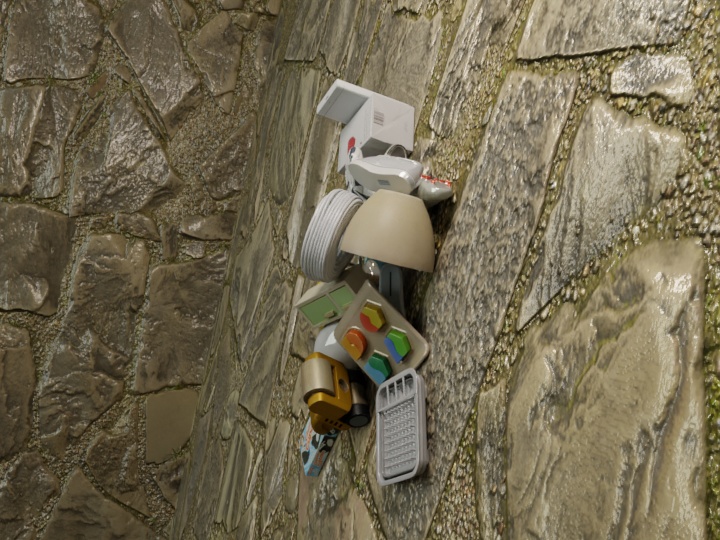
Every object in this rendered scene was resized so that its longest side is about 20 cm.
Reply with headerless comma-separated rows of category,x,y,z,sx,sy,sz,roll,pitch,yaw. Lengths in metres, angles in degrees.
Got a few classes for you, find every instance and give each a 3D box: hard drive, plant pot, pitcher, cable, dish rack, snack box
hard drive,0.005,-0.400,1.647,0.132,0.195,0.027,-36,46,57
plant pot,0.065,-0.086,1.331,0.200,0.196,0.138,-159,81,-67
pitcher,-0.026,0.137,1.557,0.200,0.119,0.174,-48,30,33
cable,-0.056,-0.069,1.400,0.201,0.068,0.203,82,-147,-63
dish rack,0.084,0.308,1.288,0.171,0.043,0.205,-41,42,54
snack box,-0.102,0.408,1.684,0.117,0.036,0.203,-114,42,-56

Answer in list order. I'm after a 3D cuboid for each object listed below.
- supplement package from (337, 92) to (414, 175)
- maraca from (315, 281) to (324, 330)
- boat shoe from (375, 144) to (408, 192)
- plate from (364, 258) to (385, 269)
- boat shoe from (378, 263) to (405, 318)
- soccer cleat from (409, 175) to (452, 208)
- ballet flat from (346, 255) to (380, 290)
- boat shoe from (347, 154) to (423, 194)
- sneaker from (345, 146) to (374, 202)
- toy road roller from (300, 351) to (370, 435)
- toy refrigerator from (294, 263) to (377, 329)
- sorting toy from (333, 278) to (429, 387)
supplement package,0.035,-0.319,1.635,0.199,0.117,0.125,145,133,-59
maraca,-0.070,0.108,1.668,0.138,0.104,0.205,-67,-26,-61
boat shoe,0.069,-0.187,1.460,0.061,0.070,0.207,137,147,-79
plate,0.047,-0.029,1.576,0.199,0.025,0.206,-167,89,-68
boat shoe,0.069,0.085,1.427,0.067,0.071,0.206,-17,-65,-78
soccer cleat,0.140,-0.156,1.378,0.200,0.067,0.080,-137,58,-72
ballet flat,0.000,0.000,1.519,0.197,0.070,0.067,22,97,29
boat shoe,0.053,-0.214,1.399,0.069,0.073,0.198,-46,32,-22
sneaker,0.040,-0.188,1.528,0.079,0.126,0.205,138,123,-70
toy road roller,-0.079,0.292,1.490,0.145,0.198,0.125,-36,42,25
toy refrigerator,-0.059,0.064,1.490,0.198,0.076,0.070,-26,18,46
sorting toy,0.034,0.148,1.373,0.201,0.036,0.187,48,132,17
